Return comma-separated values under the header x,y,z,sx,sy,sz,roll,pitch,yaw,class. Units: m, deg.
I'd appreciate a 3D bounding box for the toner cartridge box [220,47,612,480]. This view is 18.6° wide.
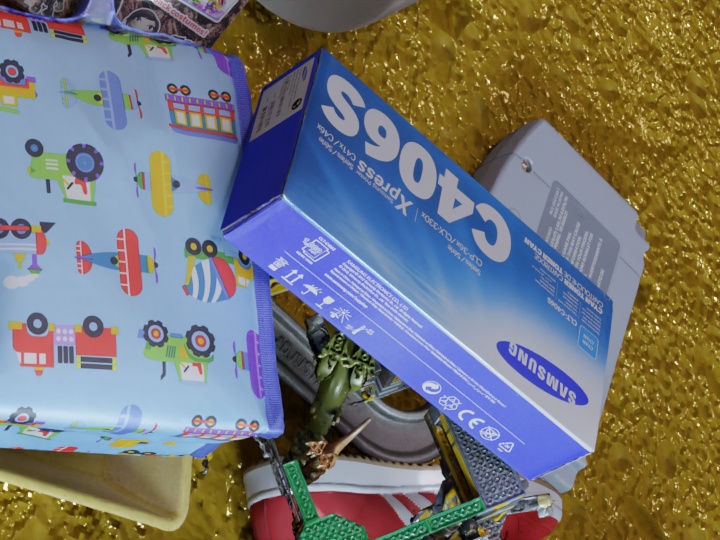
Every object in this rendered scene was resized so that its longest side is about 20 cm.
x,y,z,sx,sy,sz,roll,pitch,yaw,class
0.031,-0.001,0.991,0.200,0.043,0.096,39,43,-26,toner cartridge box

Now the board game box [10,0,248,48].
x,y,z,sx,sy,sz,roll,pitch,yaw,class
-0.085,-0.209,1.043,0.097,0.200,0.160,33,13,-31,board game box

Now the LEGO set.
x,y,z,sx,sy,sz,roll,pitch,yaw,class
-0.007,0.075,1.068,0.153,0.116,0.201,-27,77,-18,LEGO set

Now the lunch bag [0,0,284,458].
x,y,z,sx,sy,sz,roll,pitch,yaw,class
-0.118,-0.027,0.948,0.149,0.094,0.202,6,77,-29,lunch bag

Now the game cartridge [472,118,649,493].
x,y,z,sx,sy,sz,roll,pitch,yaw,class
0.102,0.014,1.302,0.133,0.040,0.201,45,48,-28,game cartridge

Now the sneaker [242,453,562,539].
x,y,z,sx,sy,sz,roll,pitch,yaw,class
0.029,0.159,1.145,0.199,0.071,0.114,8,65,-35,sneaker

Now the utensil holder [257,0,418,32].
x,y,z,sx,sy,sz,roll,pitch,yaw,class
0.028,-0.240,1.228,0.200,0.169,0.171,-35,100,-45,utensil holder

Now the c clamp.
x,y,z,sx,sy,sz,roll,pitch,yaw,class
0.000,0.000,1.187,0.200,0.027,0.171,48,53,-6,c clamp

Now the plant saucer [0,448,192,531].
x,y,z,sx,sy,sz,roll,pitch,yaw,class
-0.164,0.008,1.028,0.199,0.048,0.202,22,60,-37,plant saucer
